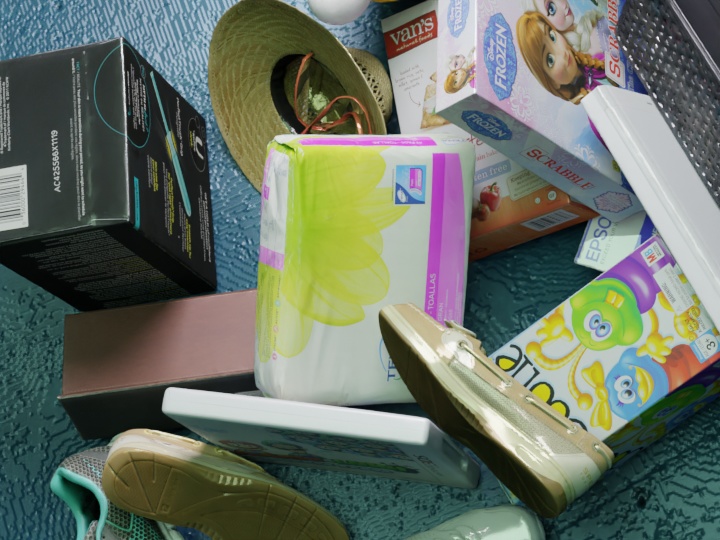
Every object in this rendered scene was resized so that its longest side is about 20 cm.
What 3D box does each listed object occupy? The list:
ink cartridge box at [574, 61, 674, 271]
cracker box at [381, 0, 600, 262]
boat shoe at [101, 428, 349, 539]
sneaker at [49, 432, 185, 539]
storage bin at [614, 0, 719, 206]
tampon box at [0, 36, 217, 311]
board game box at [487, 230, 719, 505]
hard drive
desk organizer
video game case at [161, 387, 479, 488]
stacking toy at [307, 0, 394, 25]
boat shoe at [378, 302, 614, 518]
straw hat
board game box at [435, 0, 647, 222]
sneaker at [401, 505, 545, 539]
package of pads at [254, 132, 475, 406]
[{"bbox_3d":[0.286,-0.064,1.692,0.199,0.043,0.200,18,81,20],"label":"ink cartridge box"},{"bbox_3d":[0.099,-0.120,1.732,0.133,0.058,0.202,-20,70,30],"label":"cracker box"},{"bbox_3d":[-0.100,0.169,1.705,0.199,0.069,0.074,25,110,-13],"label":"boat shoe"},{"bbox_3d":[-0.178,0.221,1.714,0.078,0.091,0.201,-49,59,38],"label":"sneaker"},{"bbox_3d":[0.289,-0.151,1.616,0.134,0.094,0.201,-18,62,-20],"label":"storage bin"},{"bbox_3d":[-0.204,-0.070,1.745,0.125,0.200,0.151,-9,73,13],"label":"tampon box"},{"bbox_3d":[0.182,0.074,1.628,0.200,0.105,0.103,-38,69,22],"label":"board game box"},{"bbox_3d":[0.243,-0.040,1.606,0.026,0.131,0.201,-40,65,26],"label":"hard drive"},{"bbox_3d":[-0.131,0.071,1.754,0.198,0.072,0.078,-8,57,8],"label":"desk organizer"},{"bbox_3d":[-0.026,0.125,1.656,0.198,0.182,0.024,6,77,17],"label":"video game case"},{"bbox_3d":[0.024,-0.254,1.723,0.145,0.147,0.200,21,52,19],"label":"stacking toy"},{"bbox_3d":[0.091,0.088,1.586,0.063,0.073,0.201,-36,59,-19],"label":"boat shoe"},{"bbox_3d":[-0.023,-0.136,1.769,0.085,0.202,0.201,-30,64,-37],"label":"straw hat"},{"bbox_3d":[0.137,-0.165,1.653,0.041,0.199,0.201,-25,52,39],"label":"board game box"},{"bbox_3d":[0.042,0.229,1.655,0.199,0.099,0.078,-26,71,8],"label":"sneaker"},{"bbox_3d":[0.000,0.000,1.656,0.153,0.068,0.202,-2,101,-21],"label":"package of pads"}]
